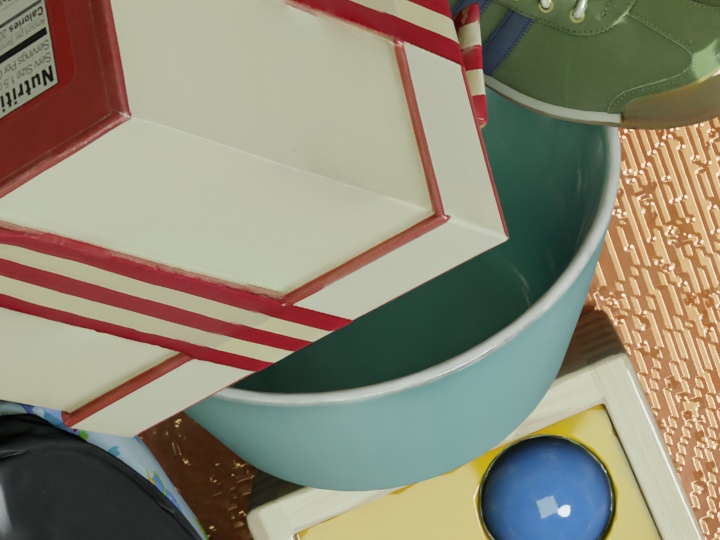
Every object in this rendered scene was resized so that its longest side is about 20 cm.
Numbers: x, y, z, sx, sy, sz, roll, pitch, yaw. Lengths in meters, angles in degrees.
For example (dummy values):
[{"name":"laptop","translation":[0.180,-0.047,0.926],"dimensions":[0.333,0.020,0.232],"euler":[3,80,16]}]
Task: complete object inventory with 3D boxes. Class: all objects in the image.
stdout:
[{"name":"pounding toy","translation":[0.044,0.147,0.982],"dimensions":[0.200,0.142,0.185],"euler":[-23,98,4]},{"name":"gift box","translation":[-0.070,-0.076,0.767],"dimensions":[0.184,0.187,0.201],"euler":[-23,65,34]},{"name":"backpack","translation":[-0.139,0.086,0.926],"dimensions":[0.163,0.200,0.154],"euler":[51,61,-33]},{"name":"sneaker","translation":[0.038,-0.110,0.870],"dimensions":[0.200,0.090,0.067],"euler":[23,78,31]},{"name":"bowl","translation":[0.000,0.000,0.922],"dimensions":[0.200,0.201,0.105],"euler":[-13,138,3]}]
